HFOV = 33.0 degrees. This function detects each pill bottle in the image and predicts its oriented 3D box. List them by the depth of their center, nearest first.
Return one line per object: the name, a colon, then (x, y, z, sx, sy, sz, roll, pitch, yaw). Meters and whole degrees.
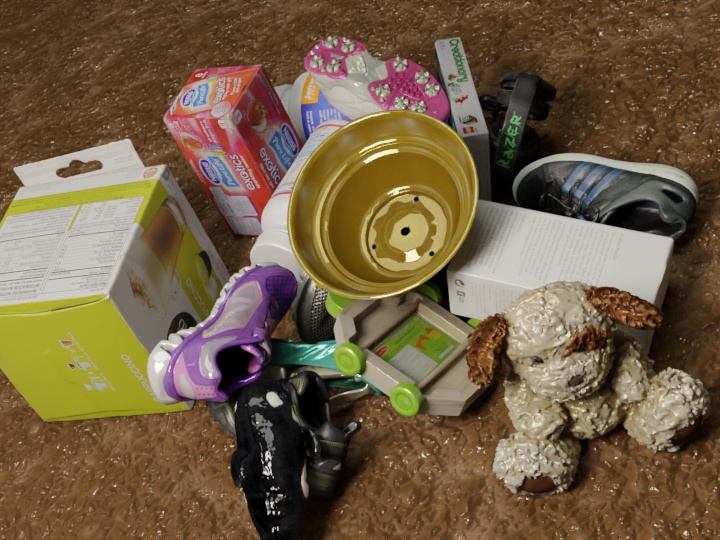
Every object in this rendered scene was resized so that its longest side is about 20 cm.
pill bottle: (-0.047, -0.073, 1.410, 0.108, 0.109, 0.200, 5, 50, 32)
pill bottle: (-0.021, -0.200, 1.529, 0.199, 0.112, 0.112, -2, 46, 26)

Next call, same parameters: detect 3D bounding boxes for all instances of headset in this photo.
headset: (0.168, -0.173, 1.397, 0.094, 0.124, 0.200, 16, 20, 8)

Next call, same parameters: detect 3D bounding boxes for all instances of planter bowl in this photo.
planter bowl: (0.033, -0.052, 1.211, 0.200, 0.083, 0.201, -9, 65, 20)

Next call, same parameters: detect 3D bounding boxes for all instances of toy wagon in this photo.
toy wagon: (0.037, 0.064, 1.204, 0.200, 0.040, 0.155, 33, 41, 19)

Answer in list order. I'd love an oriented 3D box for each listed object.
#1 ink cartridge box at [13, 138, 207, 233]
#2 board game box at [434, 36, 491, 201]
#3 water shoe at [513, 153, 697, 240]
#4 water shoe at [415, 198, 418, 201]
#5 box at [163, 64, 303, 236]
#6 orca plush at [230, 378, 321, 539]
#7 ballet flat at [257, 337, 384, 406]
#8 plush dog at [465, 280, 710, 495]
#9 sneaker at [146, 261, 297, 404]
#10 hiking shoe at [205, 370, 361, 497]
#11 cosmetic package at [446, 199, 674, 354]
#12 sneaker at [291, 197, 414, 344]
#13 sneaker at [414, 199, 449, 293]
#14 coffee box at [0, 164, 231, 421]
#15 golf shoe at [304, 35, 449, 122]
ink cartridge box: (-0.302, -0.082, 1.485, 0.162, 0.200, 0.050, -11, 42, 17)
board game box: (0.118, -0.162, 1.400, 0.034, 0.127, 0.200, -8, 42, 0)
water shoe: (0.246, -0.073, 1.266, 0.199, 0.072, 0.079, 2, 44, 29)
water shoe: (0.065, -0.123, 1.349, 0.071, 0.200, 0.079, 17, 73, -11)
box: (-0.137, -0.141, 1.458, 0.099, 0.200, 0.096, 2, 49, 30)
orca plush: (-0.098, 0.197, 1.116, 0.105, 0.071, 0.201, -3, 78, 36)
ballet flat: (-0.056, 0.106, 1.260, 0.199, 0.067, 0.071, -4, 58, 28)
plush dog: (0.187, 0.079, 1.072, 0.199, 0.172, 0.161, -21, 40, 8)
sneaker: (-0.116, 0.067, 1.205, 0.088, 0.081, 0.200, 8, 38, 37)
hiking shoe: (-0.075, 0.137, 1.206, 0.200, 0.076, 0.101, 35, 97, 37)
cosmetic package: (0.194, 0.006, 1.188, 0.199, 0.071, 0.102, 13, 53, 19)
sneaker: (0.000, 0.000, 1.292, 0.091, 0.077, 0.201, 37, 100, 45)
sneaker: (0.070, -0.021, 1.325, 0.200, 0.067, 0.091, 18, 55, 37)
coffee box: (-0.288, 0.030, 1.359, 0.199, 0.200, 0.198, -6, 45, 22)
golf shoe: (0.025, -0.200, 1.395, 0.200, 0.092, 0.075, 32, 66, 32)
